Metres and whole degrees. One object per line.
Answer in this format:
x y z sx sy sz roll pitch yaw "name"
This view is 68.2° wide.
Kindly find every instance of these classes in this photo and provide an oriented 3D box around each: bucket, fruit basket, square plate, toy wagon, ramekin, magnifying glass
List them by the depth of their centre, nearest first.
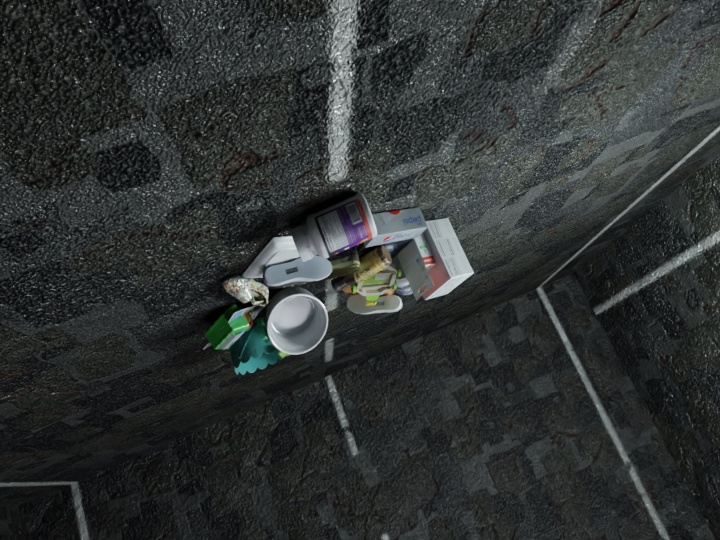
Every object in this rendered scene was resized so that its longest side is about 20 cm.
-0.197 -0.033 1.445 0.195 0.029 0.199 -6 155 -43 "square plate"
-0.381 0.172 1.672 0.185 0.095 0.199 -43 166 24 "fruit basket"
-0.208 0.152 1.685 0.195 0.206 0.098 -19 -156 -14 "ramekin"
0.044 0.042 1.719 0.150 0.040 0.202 -4 144 -14 "toy wagon"
-0.308 0.174 1.721 0.022 0.081 0.200 -24 -166 -2 "magnifying glass"
-0.370 0.264 1.876 0.202 0.138 0.208 -22 163 -7 "bucket"

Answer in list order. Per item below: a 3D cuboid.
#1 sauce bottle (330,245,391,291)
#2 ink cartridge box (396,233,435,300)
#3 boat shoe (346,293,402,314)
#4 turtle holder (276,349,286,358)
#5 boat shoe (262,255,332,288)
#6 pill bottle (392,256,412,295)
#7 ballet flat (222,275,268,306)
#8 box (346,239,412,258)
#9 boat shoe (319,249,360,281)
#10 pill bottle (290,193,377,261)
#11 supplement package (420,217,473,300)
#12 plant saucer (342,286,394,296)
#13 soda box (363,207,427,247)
0.000 0.000 1.586 0.197 0.067 0.066 -33 160 22 "sauce bottle"
0.180 -0.024 1.670 0.049 0.205 0.109 -10 159 -34 "ink cartridge box"
0.051 0.118 1.856 0.194 0.074 0.069 -8 160 13 "boat shoe"
-0.234 0.193 1.822 0.185 0.142 0.132 -42 152 2 "turtle holder"
-0.174 0.012 1.447 0.195 0.072 0.066 -15 168 -26 "boat shoe"
0.147 0.010 1.867 0.111 0.116 0.200 -24 162 4 "pill bottle"
-0.314 0.062 1.500 0.074 0.066 0.199 -25 162 17 "ballet flat"
0.056 -0.079 1.614 0.196 0.044 0.160 -9 156 -39 "box"
-0.091 -0.017 1.563 0.195 0.068 0.072 -10 155 22 "boat shoe"
-0.066 -0.098 1.293 0.195 0.114 0.112 -23 162 -2 "pill bottle"
0.244 -0.037 1.716 0.108 0.204 0.156 -10 158 -34 "supplement package"
0.021 0.065 1.852 0.194 0.033 0.201 5 162 1 "plant saucer"
0.091 -0.124 1.495 0.196 0.070 0.063 -12 160 -33 "soda box"
